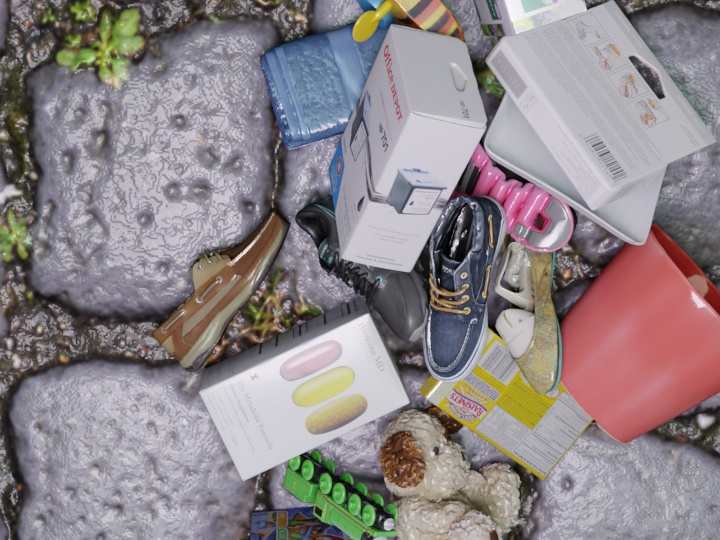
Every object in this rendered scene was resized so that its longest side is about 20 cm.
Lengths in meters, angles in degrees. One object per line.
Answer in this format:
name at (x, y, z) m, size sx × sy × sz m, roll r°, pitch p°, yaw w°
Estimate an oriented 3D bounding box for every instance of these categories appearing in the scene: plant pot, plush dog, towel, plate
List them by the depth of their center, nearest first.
plate at (0.232, -0.136, 1.539) m, size 0.199 × 0.201 × 0.032 m, roll 31°, pitch 140°, yaw -8°
plant pot at (0.305, 0.076, 1.558) m, size 0.177 × 0.201 × 0.200 m, roll -41°, pitch 98°, yaw 15°
towel at (-0.001, -0.210, 1.559) m, size 0.199 × 0.049 × 0.112 m, roll -17°, pitch 91°, yaw -1°
plush dog at (0.075, 0.234, 1.580) m, size 0.160 × 0.200 × 0.173 m, roll -15°, pitch 98°, yaw 21°

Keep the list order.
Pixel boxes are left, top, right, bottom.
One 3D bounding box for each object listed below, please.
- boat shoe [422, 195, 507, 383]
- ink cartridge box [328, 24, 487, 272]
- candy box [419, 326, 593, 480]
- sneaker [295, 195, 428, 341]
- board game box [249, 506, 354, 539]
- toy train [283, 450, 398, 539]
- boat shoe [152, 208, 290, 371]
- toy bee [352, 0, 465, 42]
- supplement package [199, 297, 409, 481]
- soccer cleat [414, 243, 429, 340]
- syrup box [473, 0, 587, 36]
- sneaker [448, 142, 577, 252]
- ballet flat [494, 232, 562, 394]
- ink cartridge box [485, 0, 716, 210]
boat shoe at (0.095, 0.018, 1.501) m, size 0.070 × 0.091 × 0.202 m, roll 13°, pitch 94°, yaw 23°
ink cartridge box at (0.043, -0.123, 1.474) m, size 0.085 × 0.147 × 0.201 m, roll 9°, pitch 133°, yaw -18°
candy box at (0.167, 0.145, 1.600) m, size 0.200 × 0.026 × 0.102 m, roll 37°, pitch 98°, yaw -30°
sneaker at (0.000, 0.000, 1.536) m, size 0.079 × 0.200 × 0.076 m, roll -10°, pitch 141°, yaw -34°
board game box at (-0.052, 0.307, 1.563) m, size 0.134 × 0.200 × 0.035 m, roll -5°, pitch 103°, yaw -1°
toy train at (-0.024, 0.249, 1.568) m, size 0.042 × 0.200 × 0.057 m, roll 5°, pitch 102°, yaw -33°
boat shoe at (-0.154, 0.015, 1.578) m, size 0.074 × 0.076 × 0.200 m, roll 36°, pitch 95°, yaw -4°
toy bee at (0.022, -0.295, 1.489) m, size 0.199 × 0.109 × 0.132 m, roll 23°, pitch 81°, yaw 6°
supplement package at (-0.060, 0.125, 1.580) m, size 0.199 × 0.110 × 0.114 m, roll -26°, pitch 100°, yaw 2°
soccer cleat at (0.083, 0.056, 1.610) m, size 0.083 × 0.065 × 0.201 m, roll -17°, pitch 112°, yaw 38°
syrup box at (0.165, -0.289, 1.480) m, size 0.081 × 0.200 × 0.079 m, roll -19°, pitch 100°, yaw 1°
sneaker at (0.153, -0.089, 1.576) m, size 0.200 × 0.095 × 0.079 m, roll 37°, pitch 112°, yaw 17°
ballet flat at (0.175, 0.039, 1.554) m, size 0.070 × 0.071 × 0.201 m, roll 5°, pitch 58°, yaw -3°
ink cartridge box at (0.254, -0.177, 1.527) m, size 0.176 × 0.045 × 0.201 m, roll -23°, pitch 73°, yaw -35°
